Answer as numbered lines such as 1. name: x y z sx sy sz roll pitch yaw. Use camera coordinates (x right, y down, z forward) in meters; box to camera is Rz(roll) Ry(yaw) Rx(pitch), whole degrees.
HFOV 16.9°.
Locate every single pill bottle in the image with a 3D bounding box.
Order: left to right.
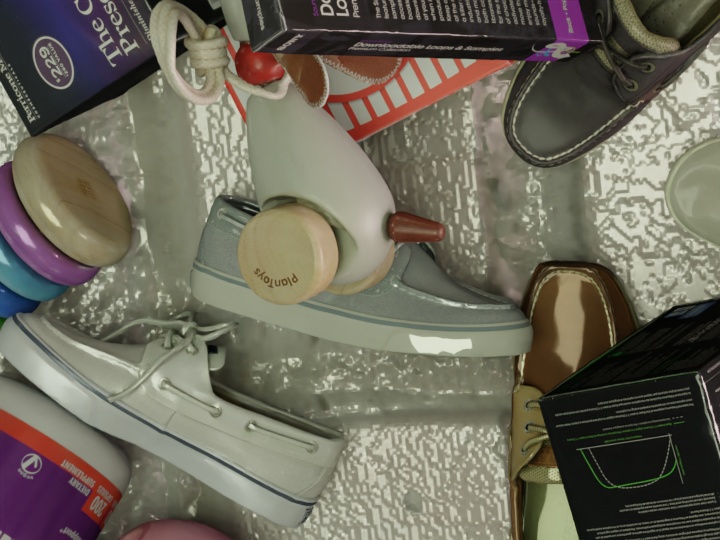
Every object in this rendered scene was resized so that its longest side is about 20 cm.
1. pill bottle: -0.220 0.163 1.335 0.112 0.112 0.200 29 76 5

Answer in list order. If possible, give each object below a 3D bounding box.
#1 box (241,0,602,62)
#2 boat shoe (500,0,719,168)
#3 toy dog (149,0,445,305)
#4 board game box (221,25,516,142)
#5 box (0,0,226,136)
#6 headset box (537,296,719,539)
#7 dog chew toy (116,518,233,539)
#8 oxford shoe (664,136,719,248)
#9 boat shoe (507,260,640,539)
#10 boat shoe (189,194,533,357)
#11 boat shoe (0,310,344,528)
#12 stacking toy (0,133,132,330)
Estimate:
1. box: 0.021 -0.175 1.203 0.036 0.200 0.143 -29 68 49
2. boat shoe: 0.146 -0.129 1.262 0.200 0.065 0.072 -43 91 17
3. toy dog: -0.015 -0.074 1.212 0.096 0.132 0.200 -9 115 25
4. board game box: -0.022 -0.169 1.293 0.151 0.046 0.200 -27 94 23
5. box: -0.162 -0.192 1.279 0.141 0.079 0.200 -27 94 49
6. headset box: 0.193 0.127 1.238 0.093 0.174 0.200 -12 99 34
7. dog chew toy: -0.078 0.236 1.357 0.125 0.125 0.200 -37 100 16
8. oxford shoe: 0.257 -0.026 1.263 0.200 0.058 0.075 15 107 11
9. boat shoe: 0.115 0.096 1.308 0.076 0.074 0.200 1 101 12
10. boat shoe: 0.000 0.000 1.306 0.201 0.070 0.072 12 100 23
11. boat shoe: -0.097 0.059 1.339 0.202 0.075 0.086 31 98 -8
12. stacking toy: -0.226 0.010 1.364 0.200 0.085 0.085 -36 92 20
